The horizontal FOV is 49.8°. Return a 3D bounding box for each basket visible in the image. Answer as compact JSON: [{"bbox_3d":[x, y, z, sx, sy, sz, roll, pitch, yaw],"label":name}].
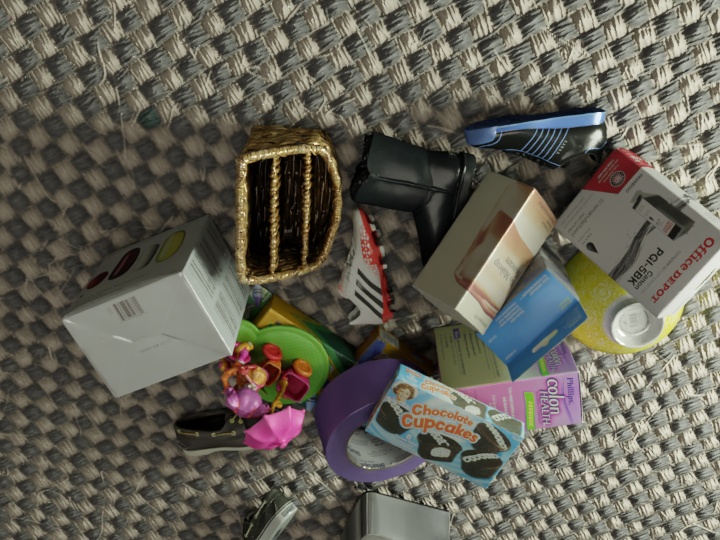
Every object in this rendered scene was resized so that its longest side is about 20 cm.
[{"bbox_3d":[-0.097,-0.089,1.093,0.142,0.149,0.200,5,116,-2],"label":"basket"}]

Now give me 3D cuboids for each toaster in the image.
[{"bbox_3d":[0.052,0.508,1.414,0.200,0.119,0.181,17,115,-8],"label":"toaster"}]

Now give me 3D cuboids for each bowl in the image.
[{"bbox_3d":[0.408,0.057,1.184,0.200,0.108,0.201,0,117,1],"label":"bowl"}]

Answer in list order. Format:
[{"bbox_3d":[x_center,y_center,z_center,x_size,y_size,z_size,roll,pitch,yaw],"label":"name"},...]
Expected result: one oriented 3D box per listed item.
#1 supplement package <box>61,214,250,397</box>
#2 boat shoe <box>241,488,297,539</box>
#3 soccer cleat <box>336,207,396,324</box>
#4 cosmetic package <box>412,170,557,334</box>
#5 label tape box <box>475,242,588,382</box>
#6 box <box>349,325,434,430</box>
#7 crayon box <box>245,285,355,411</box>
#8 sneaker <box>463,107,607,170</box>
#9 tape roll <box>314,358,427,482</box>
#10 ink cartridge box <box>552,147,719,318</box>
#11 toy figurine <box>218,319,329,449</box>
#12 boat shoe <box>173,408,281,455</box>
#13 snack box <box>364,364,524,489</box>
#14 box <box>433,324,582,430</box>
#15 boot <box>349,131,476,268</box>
[{"bbox_3d":[-0.288,0.047,1.136,0.191,0.200,0.147,-20,115,10],"label":"supplement package"},{"bbox_3d":[-0.183,0.474,1.435,0.064,0.071,0.200,44,123,15],"label":"boat shoe"},{"bbox_3d":[0.000,0.000,1.185,0.085,0.069,0.200,-12,121,2],"label":"soccer cleat"},{"bbox_3d":[0.177,-0.025,1.093,0.200,0.087,0.103,-57,139,-4],"label":"cosmetic package"},{"bbox_3d":[0.234,0.045,1.128,0.063,0.200,0.144,37,111,-17],"label":"label tape box"},{"bbox_3d":[0.016,0.199,1.300,0.119,0.042,0.200,33,111,-16],"label":"box"},{"bbox_3d":[-0.124,0.127,1.259,0.200,0.052,0.126,35,112,-15],"label":"crayon box"},{"bbox_3d":[0.247,-0.178,1.087,0.199,0.070,0.078,-5,110,2],"label":"sneaker"},{"bbox_3d":[0.032,0.241,1.237,0.199,0.085,0.200,-10,130,-12],"label":"tape roll"},{"bbox_3d":[0.397,-0.053,1.081,0.200,0.083,0.147,46,115,25],"label":"ink cartridge box"},{"bbox_3d":[-0.146,0.179,1.154,0.200,0.184,0.150,32,114,-14],"label":"toy figurine"},{"bbox_3d":[-0.221,0.265,1.319,0.201,0.072,0.061,-14,120,11],"label":"boat shoe"},{"bbox_3d":[0.120,0.226,1.117,0.200,0.037,0.116,25,121,-1],"label":"snack box"},{"bbox_3d":[0.222,0.159,1.200,0.199,0.176,0.097,-10,116,5],"label":"box"},{"bbox_3d":[0.065,-0.094,1.128,0.168,0.076,0.201,9,115,-5],"label":"boot"}]
